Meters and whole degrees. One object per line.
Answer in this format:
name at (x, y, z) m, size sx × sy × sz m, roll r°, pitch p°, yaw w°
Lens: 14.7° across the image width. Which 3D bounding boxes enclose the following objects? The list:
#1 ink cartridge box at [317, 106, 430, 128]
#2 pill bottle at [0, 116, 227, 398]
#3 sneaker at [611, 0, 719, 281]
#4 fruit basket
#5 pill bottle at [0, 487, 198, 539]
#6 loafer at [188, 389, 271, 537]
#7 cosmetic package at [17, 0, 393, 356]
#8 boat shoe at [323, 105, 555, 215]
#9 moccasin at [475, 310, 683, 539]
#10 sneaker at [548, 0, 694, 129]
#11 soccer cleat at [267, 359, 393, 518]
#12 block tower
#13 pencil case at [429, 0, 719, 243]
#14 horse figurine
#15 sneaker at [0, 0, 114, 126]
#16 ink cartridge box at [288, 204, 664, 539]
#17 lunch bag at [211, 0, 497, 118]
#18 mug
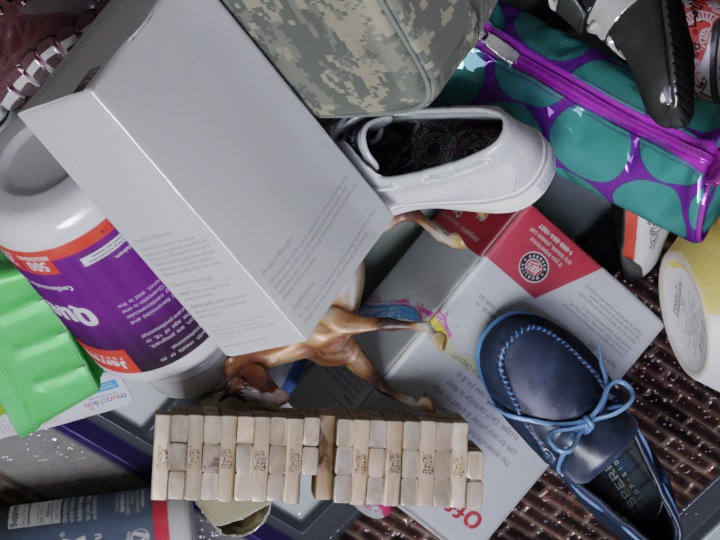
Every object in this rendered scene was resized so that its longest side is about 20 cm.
ink cartridge box at (-0.067, -0.108, 1.730) m, size 0.161 × 0.050 × 0.200 m, roll -39°, pitch 126°, yaw 19°
pill bottle at (-0.144, -0.009, 1.701) m, size 0.112 × 0.113 × 0.200 m, roll -25°, pitch 134°, yaw 10°
sneaker at (0.216, -0.081, 1.764) m, size 0.107 × 0.067 × 0.202 m, roll -2°, pitch 122°, yaw -2°
fruit basket at (-0.269, 0.038, 1.791) m, size 0.199 × 0.094 × 0.186 m, roll -12°, pitch 126°, yaw 20°
pill bottle at (-0.207, 0.215, 1.885) m, size 0.199 × 0.120 × 0.120 m, roll -8°, pitch 125°, yaw -1°
loafer at (-0.081, 0.124, 1.811) m, size 0.075 × 0.068 × 0.200 m, roll -30°, pitch 165°, yaw -7°
cosmetic package at (-0.087, -0.060, 1.600) m, size 0.081 × 0.113 × 0.200 m, roll -14°, pitch 121°, yaw 50°
boat shoe at (0.016, -0.067, 1.657) m, size 0.199 × 0.072 × 0.069 m, roll 5°, pitch 155°, yaw 35°
moccasin at (0.150, 0.100, 1.753) m, size 0.080 × 0.068 × 0.200 m, roll -46°, pitch 121°, yaw -2°
sneaker at (0.140, -0.167, 1.641) m, size 0.088 × 0.201 × 0.074 m, roll -18°, pitch 161°, yaw 12°
soccer cleat at (-0.031, 0.081, 1.850) m, size 0.086 × 0.070 × 0.201 m, roll -12°, pitch 119°, yaw 7°
block tower at (-0.027, 0.113, 1.695) m, size 0.199 × 0.058 × 0.054 m, roll 2°, pitch 93°, yaw -5°
pencil case at (0.135, -0.095, 1.680) m, size 0.199 × 0.092 × 0.085 m, roll 27°, pitch 80°, yaw 12°
horse figurine at (0.000, 0.000, 1.719) m, size 0.132 × 0.201 × 0.050 m, roll 12°, pitch 171°, yaw 17°
sneaker at (-0.220, -0.163, 1.653) m, size 0.115 × 0.076 × 0.200 m, roll 39°, pitch 113°, yaw -24°
ink cartridge box at (0.072, 0.059, 1.790) m, size 0.146 × 0.083 × 0.200 m, roll 40°, pitch 91°, yaw -31°
lunch bag at (-0.003, -0.206, 1.597) m, size 0.139 × 0.168 × 0.200 m, roll 1°, pitch 133°, yaw 41°
mug at (0.270, -0.006, 1.767) m, size 0.152 × 0.149 × 0.188 m, roll -13°, pitch 90°, yaw -12°
